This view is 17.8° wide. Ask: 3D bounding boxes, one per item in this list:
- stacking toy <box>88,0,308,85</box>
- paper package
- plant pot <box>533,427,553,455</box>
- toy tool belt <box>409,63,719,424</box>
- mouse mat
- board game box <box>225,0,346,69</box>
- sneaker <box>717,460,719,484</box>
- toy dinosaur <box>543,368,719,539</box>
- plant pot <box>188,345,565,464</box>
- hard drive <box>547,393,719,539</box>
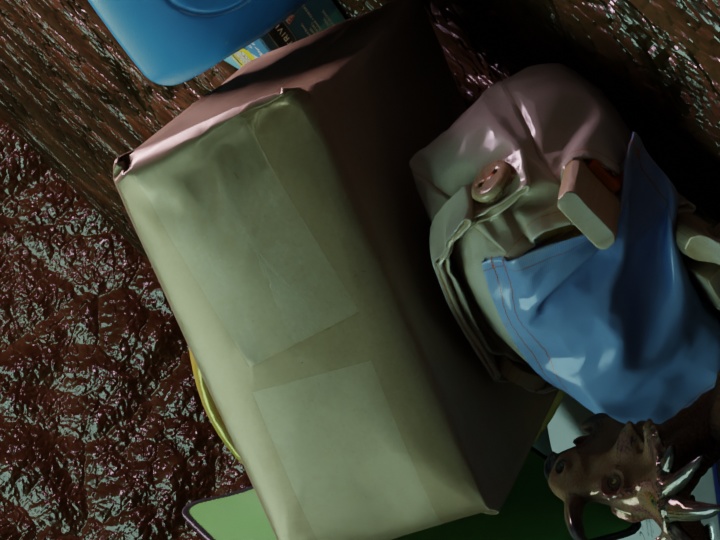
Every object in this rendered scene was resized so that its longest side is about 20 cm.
[{"bbox_3d":[-0.098,-0.189,1.090,0.110,0.116,0.200,57,179,-36],"label":"stacking toy"},{"bbox_3d":[0.000,0.000,1.025,0.201,0.103,0.191,66,-157,-12],"label":"paper package"},{"bbox_3d":[0.074,0.109,1.410,0.197,0.200,0.200,51,172,1],"label":"plant pot"},{"bbox_3d":[0.112,0.014,0.957,0.200,0.125,0.123,48,179,-34],"label":"toy tool belt"},{"bbox_3d":[0.024,0.128,1.190,0.161,0.198,0.008,31,130,58],"label":"mouse mat"},{"bbox_3d":[-0.096,-0.176,1.248,0.200,0.047,0.151,34,167,48],"label":"board game box"},{"bbox_3d":[0.216,0.135,1.205,0.100,0.075,0.200,42,171,13],"label":"sneaker"},{"bbox_3d":[0.162,0.062,0.853,0.086,0.136,0.200,47,160,-6],"label":"toy dinosaur"},{"bbox_3d":[0.003,0.004,1.234,0.201,0.201,0.189,46,-173,-18],"label":"plant pot"},{"bbox_3d":[0.139,0.091,1.207,0.200,0.025,0.133,-124,20,-59],"label":"hard drive"}]
